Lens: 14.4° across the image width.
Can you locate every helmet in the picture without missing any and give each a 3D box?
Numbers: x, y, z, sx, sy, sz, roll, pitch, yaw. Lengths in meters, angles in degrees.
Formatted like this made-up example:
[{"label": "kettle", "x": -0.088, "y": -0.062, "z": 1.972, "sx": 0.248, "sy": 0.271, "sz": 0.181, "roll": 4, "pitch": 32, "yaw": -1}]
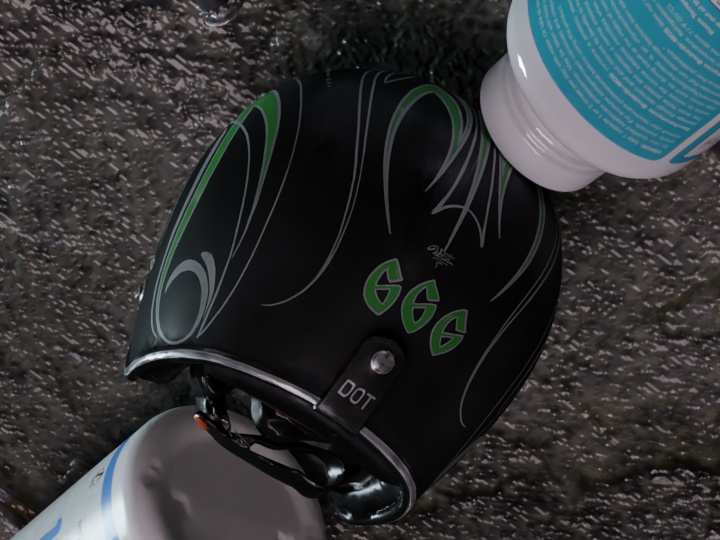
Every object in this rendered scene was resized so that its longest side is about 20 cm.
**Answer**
[{"label": "helmet", "x": 0.000, "y": 0.000, "z": 1.319, "sx": 0.199, "sy": 0.191, "sz": 0.200, "roll": 24, "pitch": 158, "yaw": 10}]

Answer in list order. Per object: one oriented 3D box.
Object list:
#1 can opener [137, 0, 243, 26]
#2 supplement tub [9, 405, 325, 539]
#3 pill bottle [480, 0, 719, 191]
[{"label": "can opener", "x": -0.024, "y": -0.159, "z": 1.290, "sx": 0.199, "sy": 0.063, "sz": 0.079, "roll": -5, "pitch": 125, "yaw": 28}, {"label": "supplement tub", "x": -0.122, "y": 0.173, "z": 1.570, "sx": 0.132, "sy": 0.132, "sz": 0.200, "roll": 39, "pitch": 132, "yaw": -11}, {"label": "pill bottle", "x": 0.138, "y": -0.113, "z": 1.225, "sx": 0.111, "sy": 0.111, "sz": 0.200, "roll": 40, "pitch": 132, "yaw": -12}]
